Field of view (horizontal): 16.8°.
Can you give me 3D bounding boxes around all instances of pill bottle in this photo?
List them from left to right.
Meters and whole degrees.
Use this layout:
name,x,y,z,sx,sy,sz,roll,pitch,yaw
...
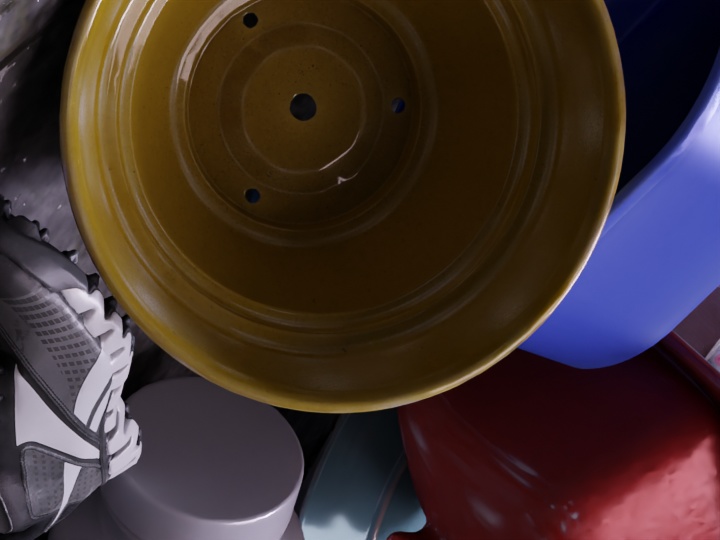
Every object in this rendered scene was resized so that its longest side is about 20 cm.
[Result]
name,x,y,z,sx,sy,sz,roll,pitch,yaw
pill bottle,-0.086,0.144,1.055,0.112,0.112,0.200,-33,152,-44

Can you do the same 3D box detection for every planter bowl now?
name,x,y,z,sx,sy,sz,roll,pitch,yaw
planter bowl,-0.013,-0.056,0.868,0.201,0.200,0.083,-53,-163,-3

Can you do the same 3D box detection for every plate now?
name,x,y,z,sx,sy,sz,roll,pitch,yaw
plate,0.032,0.118,1.147,0.200,0.026,0.201,-34,134,-46

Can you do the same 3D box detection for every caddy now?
name,x,y,z,sx,sy,sz,roll,pitch,yaw
caddy,0.085,-0.057,0.934,0.105,0.142,0.200,24,121,-37

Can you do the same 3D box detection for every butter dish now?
name,x,y,z,sx,sy,sz,roll,pitch,yaw
butter dish,0.078,0.099,1.045,0.148,0.200,0.200,-30,135,-15

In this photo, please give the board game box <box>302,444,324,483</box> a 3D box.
name,x,y,z,sx,sy,sz,roll,pitch,yaw
board game box,-0.011,0.152,1.293,0.200,0.062,0.200,-50,155,-18

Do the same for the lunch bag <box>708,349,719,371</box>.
name,x,y,z,sx,sy,sz,roll,pitch,yaw
lunch bag,0.221,-0.050,1.316,0.200,0.127,0.170,-78,155,-49

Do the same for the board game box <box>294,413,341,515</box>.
name,x,y,z,sx,sy,sz,roll,pitch,yaw
board game box,0.023,0.151,1.222,0.152,0.046,0.200,-61,148,-16

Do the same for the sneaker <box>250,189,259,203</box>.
name,x,y,z,sx,sy,sz,roll,pitch,yaw
sneaker,0.000,0.000,1.069,0.083,0.071,0.200,-61,163,2

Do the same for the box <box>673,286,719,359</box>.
name,x,y,z,sx,sy,sz,roll,pitch,yaw
box,0.141,-0.064,1.107,0.048,0.158,0.200,-40,167,-29

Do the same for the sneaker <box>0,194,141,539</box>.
name,x,y,z,sx,sy,sz,roll,pitch,yaw
sneaker,-0.128,0.049,0.871,0.091,0.066,0.200,-48,162,-21
